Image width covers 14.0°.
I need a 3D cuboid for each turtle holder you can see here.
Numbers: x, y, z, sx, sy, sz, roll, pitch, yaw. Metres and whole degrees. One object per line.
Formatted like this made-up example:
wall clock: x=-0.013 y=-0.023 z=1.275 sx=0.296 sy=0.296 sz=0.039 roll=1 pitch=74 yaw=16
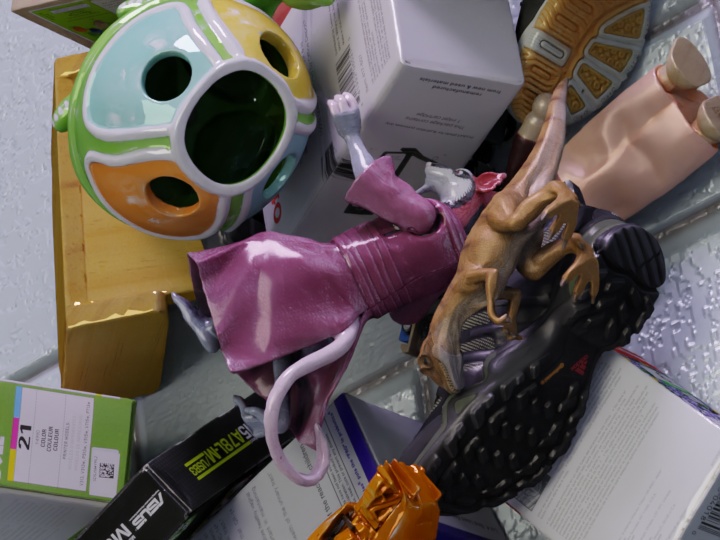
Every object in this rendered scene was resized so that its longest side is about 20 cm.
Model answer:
turtle holder: x=-0.079 y=-0.099 z=1.731 sx=0.185 sy=0.141 sz=0.132 roll=-29 pitch=16 yaw=-16

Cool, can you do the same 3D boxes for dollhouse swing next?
dollhouse swing: x=-0.115 y=-0.033 z=1.956 sx=0.182 sy=0.176 sz=0.200 roll=103 pitch=162 yaw=-62

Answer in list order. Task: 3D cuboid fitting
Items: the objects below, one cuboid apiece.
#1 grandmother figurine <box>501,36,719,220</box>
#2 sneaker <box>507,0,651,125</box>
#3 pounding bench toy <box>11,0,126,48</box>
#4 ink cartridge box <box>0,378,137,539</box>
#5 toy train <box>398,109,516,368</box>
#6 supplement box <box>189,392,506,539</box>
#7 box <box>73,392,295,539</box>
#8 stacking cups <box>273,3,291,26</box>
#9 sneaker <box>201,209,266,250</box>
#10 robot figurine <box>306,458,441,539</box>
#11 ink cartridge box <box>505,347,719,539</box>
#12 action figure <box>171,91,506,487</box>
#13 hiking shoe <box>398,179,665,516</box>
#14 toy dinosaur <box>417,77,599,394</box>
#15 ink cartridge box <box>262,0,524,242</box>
grandmother figurine: x=0.130 y=-0.043 z=1.701 sx=0.200 sy=0.061 sz=0.121 roll=-36 pitch=70 yaw=29
sneaker: x=0.129 y=-0.175 z=1.757 sx=0.088 sy=0.076 sz=0.200 roll=12 pitch=73 yaw=53
pounding bench toy: x=-0.112 y=-0.239 z=1.970 sx=0.200 sy=0.124 sz=0.156 roll=-7 pitch=69 yaw=43
ink cartridge box: x=-0.260 y=0.119 z=1.884 sx=0.148 sy=0.200 sz=0.076 roll=142 pitch=136 yaw=-64
toy train: x=0.058 y=-0.035 z=1.788 sx=0.046 sy=0.034 sz=0.200 roll=3 pitch=75 yaw=48
supplement box: x=-0.025 y=0.181 z=1.733 sx=0.200 sy=0.101 sz=0.103 roll=-45 pitch=48 yaw=22
box: x=-0.142 y=0.172 z=1.798 sx=0.048 sy=0.193 sz=0.200 roll=46 pitch=110 yaw=7
stacking cups: x=-0.006 y=-0.224 z=1.863 sx=0.200 sy=0.061 sz=0.061 roll=-43 pitch=46 yaw=-2
sneaker: x=-0.104 y=-0.073 z=1.864 sx=0.079 sy=0.075 sz=0.200 roll=-22 pitch=63 yaw=18
robot figurine: x=-0.007 y=0.208 z=1.582 sx=0.200 sy=0.058 sz=0.145 roll=-55 pitch=52 yaw=13
ink cartridge box: x=0.135 y=0.101 z=1.646 sx=0.200 sy=0.050 sz=0.109 roll=38 pitch=101 yaw=48
action figure: x=0.000 y=0.000 z=1.660 sx=0.200 sy=0.134 sz=0.149 roll=-30 pitch=40 yaw=-3
hiking shoe: x=0.084 y=0.047 z=1.641 sx=0.200 sy=0.076 sz=0.101 roll=-51 pitch=35 yaw=2
toy dinosaur: x=0.087 y=-0.030 z=1.590 sx=0.106 sy=0.060 sz=0.200 roll=13 pitch=70 yaw=51
ink cartridge box: x=0.011 y=-0.113 z=1.777 sx=0.200 sy=0.084 sz=0.146 roll=125 pitch=145 yaw=-47
